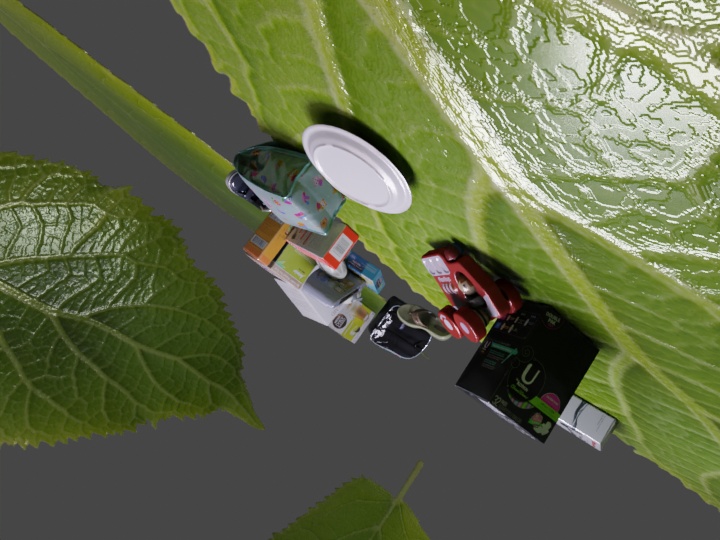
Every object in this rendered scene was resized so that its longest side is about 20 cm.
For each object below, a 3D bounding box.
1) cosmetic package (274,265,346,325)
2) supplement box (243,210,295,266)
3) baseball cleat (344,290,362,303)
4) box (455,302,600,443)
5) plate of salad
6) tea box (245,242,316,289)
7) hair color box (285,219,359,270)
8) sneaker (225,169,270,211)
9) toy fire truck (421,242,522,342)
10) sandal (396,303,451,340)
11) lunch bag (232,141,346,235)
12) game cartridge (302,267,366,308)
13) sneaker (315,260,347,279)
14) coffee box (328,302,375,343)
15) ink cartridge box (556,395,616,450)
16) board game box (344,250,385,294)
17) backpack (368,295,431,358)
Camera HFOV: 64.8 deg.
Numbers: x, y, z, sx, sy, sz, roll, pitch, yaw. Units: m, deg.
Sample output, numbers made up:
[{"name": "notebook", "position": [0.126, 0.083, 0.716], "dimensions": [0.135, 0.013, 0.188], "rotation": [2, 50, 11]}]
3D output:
[{"name": "cosmetic package", "position": [-0.159, 0.055, 2.008], "dimensions": [0.166, 0.167, 0.200], "rotation": [14, 146, 52]}, {"name": "supplement box", "position": [-0.235, -0.114, 1.583], "dimensions": [0.069, 0.200, 0.067], "rotation": [36, 173, 22]}, {"name": "baseball cleat", "position": [-0.056, 0.036, 1.858], "dimensions": [0.106, 0.070, 0.200], "rotation": [-4, -134, -29]}, {"name": "box", "position": [0.303, 0.178, 1.036], "dimensions": [0.148, 0.200, 0.124], "rotation": [38, 171, -18]}, {"name": "plate of salad", "position": [-0.002, -0.161, 0.883], "dimensions": [0.200, 0.048, 0.200], "rotation": [30, 162, 10]}, {"name": "tea box", "position": [-0.231, -0.075, 1.814], "dimensions": [0.134, 0.197, 0.200], "rotation": [41, 171, -37]}, {"name": "hair color box", "position": [-0.106, -0.086, 1.534], "dimensions": [0.200, 0.111, 0.064], "rotation": [27, 169, 49]}, {"name": "sneaker", "position": [-0.303, -0.229, 1.649], "dimensions": [0.079, 0.079, 0.200], "rotation": [36, -175, 29]}, {"name": "toy fire truck", "position": [0.189, 0.029, 1.038], "dimensions": [0.168, 0.112, 0.200], "rotation": [55, 169, -5]}, {"name": "sandal", "position": [0.209, 0.154, 1.815], "dimensions": [0.200, 0.080, 0.057], "rotation": [24, 151, 29]}, {"name": "lunch bag", "position": [-0.156, -0.175, 1.186], "dimensions": [0.200, 0.122, 0.170], "rotation": [23, 167, 36]}, {"name": "game cartridge", "position": [-0.083, 0.041, 1.735], "dimensions": [0.133, 0.042, 0.200], "rotation": [37, -147, 13]}, {"name": "sneaker", "position": [-0.098, -0.058, 1.674], "dimensions": [0.201, 0.076, 0.115], "rotation": [56, 166, -7]}, {"name": "coffee box", "position": [-0.079, 0.245, 3.071], "dimensions": [0.198, 0.200, 0.200], "rotation": [38, 172, -18]}, {"name": "ink cartridge box", "position": [0.595, 0.404, 1.576], "dimensions": [0.200, 0.083, 0.147], "rotation": [30, 171, 32]}, {"name": "board game box", "position": [0.000, 0.000, 1.833], "dimensions": [0.151, 0.047, 0.200], "rotation": [34, 172, 14]}, {"name": "backpack", "position": [0.144, 0.202, 1.978], "dimensions": [0.200, 0.178, 0.151], "rotation": [32, -165, -12]}]
